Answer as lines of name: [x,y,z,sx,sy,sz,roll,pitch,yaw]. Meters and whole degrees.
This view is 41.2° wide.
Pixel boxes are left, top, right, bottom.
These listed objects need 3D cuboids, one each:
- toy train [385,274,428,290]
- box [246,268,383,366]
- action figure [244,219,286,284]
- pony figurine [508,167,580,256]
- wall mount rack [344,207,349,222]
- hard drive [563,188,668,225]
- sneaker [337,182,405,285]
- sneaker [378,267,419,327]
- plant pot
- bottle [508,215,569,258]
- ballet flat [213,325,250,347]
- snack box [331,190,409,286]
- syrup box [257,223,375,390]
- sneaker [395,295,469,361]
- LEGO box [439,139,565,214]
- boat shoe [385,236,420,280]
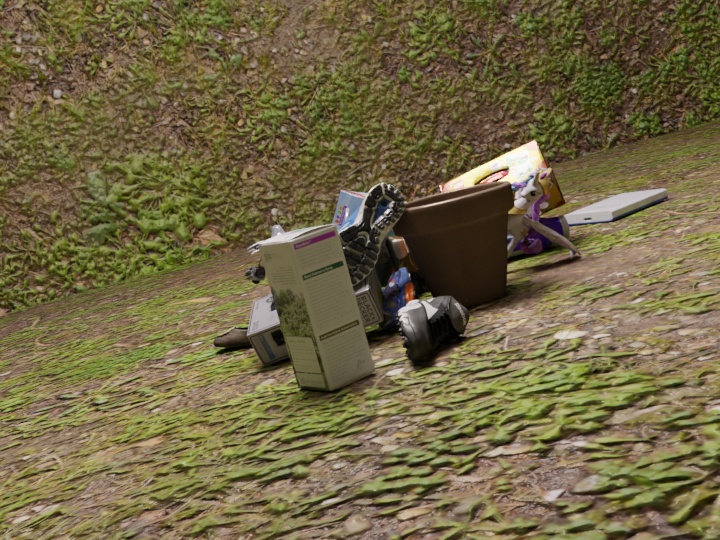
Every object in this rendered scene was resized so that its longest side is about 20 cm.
toy train: [0.130,0.016,1.732,0.199,0.034,0.046,-17,5,-22]
box: [-0.067,0.061,1.454,0.199,0.060,0.117,-22,24,8]
action figure: [-0.118,0.016,1.557,0.130,0.201,0.069,-15,7,-10]
pony figurine: [0.278,-0.081,1.666,0.200,0.167,0.193,-41,-34,11]
wall mount rack: [0.000,0.000,1.602,0.074,0.201,0.174,6,0,1]
hard drive: [0.557,-0.138,2.086,0.199,0.025,0.132,-20,10,-36]
sneaker: [-0.005,-0.037,1.444,0.200,0.078,0.089,-52,1,-26]
sneaker: [0.053,0.045,1.525,0.078,0.076,0.200,-19,6,2]
plant pot: [0.160,-0.037,1.527,0.199,0.175,0.200,-14,8,2]
bottle: [0.300,-0.060,1.837,0.199,0.066,0.084,-15,-1,-4]
ballet flat: [-0.158,0.095,1.637,0.199,0.047,0.067,-13,7,10]
snack box: [0.010,-0.054,1.749,0.067,0.169,0.200,20,9,24]
syrup box: [-0.056,0.047,1.226,0.081,0.201,0.079,-20,9,-35]
sneaker: [0.100,0.069,1.284,0.090,0.067,0.200,-15,5,10]
LEGO box: [0.274,-0.145,1.831,0.199,0.077,0.149,-25,-29,15]
boat shoe: [0.093,-0.025,1.739,0.074,0.076,0.200,-19,-13,3]
